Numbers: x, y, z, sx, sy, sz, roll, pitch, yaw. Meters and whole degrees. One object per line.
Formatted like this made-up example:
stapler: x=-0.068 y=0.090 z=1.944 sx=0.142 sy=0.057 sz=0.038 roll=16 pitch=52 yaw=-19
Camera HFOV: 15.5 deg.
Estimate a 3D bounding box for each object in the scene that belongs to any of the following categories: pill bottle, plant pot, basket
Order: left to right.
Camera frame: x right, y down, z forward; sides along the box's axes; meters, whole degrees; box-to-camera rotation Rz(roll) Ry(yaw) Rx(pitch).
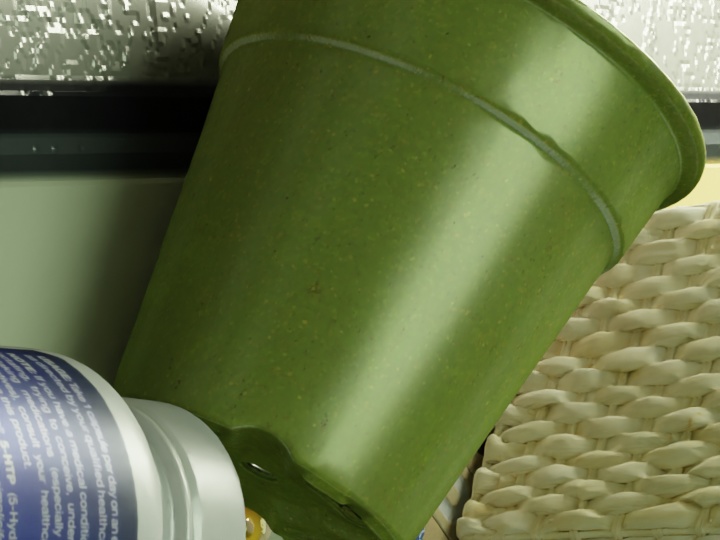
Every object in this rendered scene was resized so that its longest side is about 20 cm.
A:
pill bottle: x=-0.133 y=0.081 z=0.833 sx=0.200 sy=0.119 sz=0.120 roll=8 pitch=79 yaw=-51
plant pot: x=0.000 y=0.000 z=0.987 sx=0.200 sy=0.200 sz=0.190 roll=43 pitch=67 yaw=-41
basket: x=0.179 y=0.085 z=1.169 sx=0.161 sy=0.199 sz=0.199 roll=50 pitch=49 yaw=-38

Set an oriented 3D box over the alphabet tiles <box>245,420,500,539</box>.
alphabet tiles: x=0.003 y=0.110 z=1.099 sx=0.167 sy=0.008 sz=0.200 roll=56 pitch=46 yaw=-32
